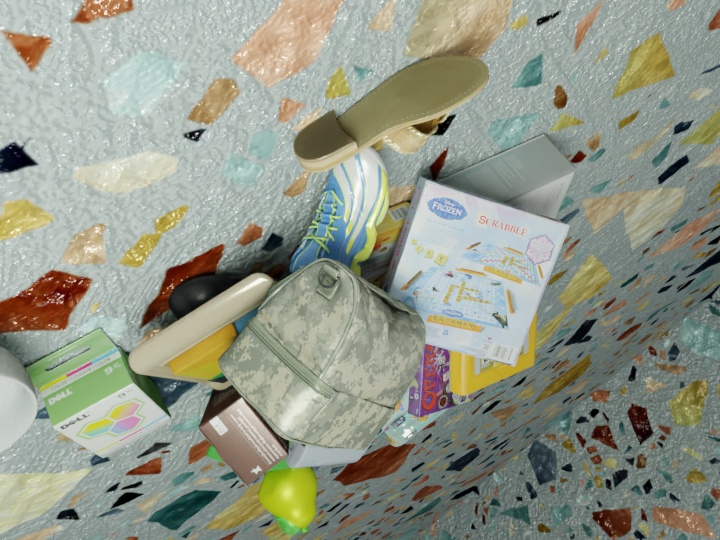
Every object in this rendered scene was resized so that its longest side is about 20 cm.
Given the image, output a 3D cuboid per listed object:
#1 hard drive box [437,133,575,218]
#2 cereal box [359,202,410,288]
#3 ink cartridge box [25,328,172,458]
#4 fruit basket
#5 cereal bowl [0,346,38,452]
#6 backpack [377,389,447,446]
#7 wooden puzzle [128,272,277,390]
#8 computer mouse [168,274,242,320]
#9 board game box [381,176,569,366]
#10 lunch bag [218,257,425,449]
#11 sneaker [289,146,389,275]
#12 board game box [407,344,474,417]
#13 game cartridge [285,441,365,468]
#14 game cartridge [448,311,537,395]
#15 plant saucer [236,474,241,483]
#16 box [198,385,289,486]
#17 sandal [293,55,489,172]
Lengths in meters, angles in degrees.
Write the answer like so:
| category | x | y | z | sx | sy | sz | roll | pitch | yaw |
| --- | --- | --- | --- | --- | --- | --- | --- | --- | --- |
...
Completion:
| category | x | y | z | sx | sy | sz | roll | pitch | yaw |
| --- | --- | --- | --- | --- | --- | --- | --- | --- | --- |
| hard drive box | 0.189 | -0.084 | 1.002 | 0.200 | 0.077 | 0.156 | -24 | 151 | -17 |
| cereal box | 0.000 | 0.000 | 0.974 | 0.144 | 0.040 | 0.200 | -21 | 150 | -19 |
| ink cartridge box | -0.319 | 0.158 | 0.865 | 0.104 | 0.059 | 0.200 | -28 | 152 | -11 |
| fruit basket | -0.134 | 0.318 | 1.147 | 0.155 | 0.216 | 0.215 | 2 | 175 | 37 |
| cereal bowl | -0.425 | 0.126 | 0.675 | 0.200 | 0.083 | 0.200 | -26 | 151 | -16 |
| backpack | 0.076 | 0.196 | 1.226 | 0.200 | 0.153 | 0.176 | -43 | -174 | -2 |
| wooden puzzle | -0.143 | 0.085 | 0.826 | 0.185 | 0.037 | 0.200 | -31 | 157 | 6 |
| computer mouse | -0.139 | 0.053 | 0.867 | 0.200 | 0.053 | 0.138 | 9 | 141 | -43 |
| board game box | 0.138 | 0.005 | 0.894 | 0.200 | 0.041 | 0.200 | 16 | 103 | -14 |
| lunch bag | -0.024 | 0.086 | 0.751 | 0.168 | 0.139 | 0.200 | -51 | 147 | 3 |
| sneaker | -0.025 | -0.040 | 0.782 | 0.105 | 0.076 | 0.200 | -45 | 151 | -53 |
| board game box | 0.120 | 0.096 | 0.979 | 0.120 | 0.032 | 0.200 | -6 | 103 | -38 |
| game cartridge | -0.009 | 0.174 | 0.930 | 0.133 | 0.042 | 0.200 | 12 | 109 | -42 |
| game cartridge | 0.196 | 0.061 | 1.000 | 0.176 | 0.032 | 0.200 | -13 | 111 | -40 |
| plant saucer | -0.114 | 0.229 | 1.048 | 0.200 | 0.019 | 0.070 | -45 | 172 | -39 |
| box | -0.151 | 0.193 | 0.952 | 0.075 | 0.100 | 0.200 | -36 | -169 | 4 |
| sandal | 0.036 | -0.150 | 0.735 | 0.211 | 0.078 | 0.070 | -25 | 146 | 1 |
